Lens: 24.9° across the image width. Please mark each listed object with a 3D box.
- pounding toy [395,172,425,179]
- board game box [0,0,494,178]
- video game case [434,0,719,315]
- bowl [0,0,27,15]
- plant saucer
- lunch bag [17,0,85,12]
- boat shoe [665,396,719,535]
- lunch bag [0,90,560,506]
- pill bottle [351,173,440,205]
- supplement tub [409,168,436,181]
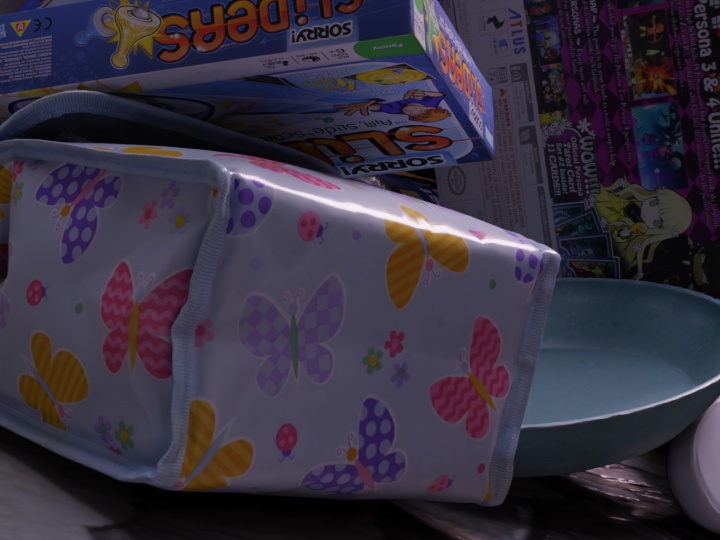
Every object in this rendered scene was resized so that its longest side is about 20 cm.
[{"bbox_3d":[0.018,-0.033,1.116,0.183,0.143,0.200,16,6,18],"label":"pounding toy"},{"bbox_3d":[-0.058,-0.068,0.639,0.199,0.035,0.135,-7,-16,16],"label":"board game box"},{"bbox_3d":[0.116,-0.077,0.817,0.180,0.201,0.036,-6,6,36],"label":"video game case"},{"bbox_3d":[-0.226,-0.111,0.920,0.200,0.091,0.201,15,-6,2],"label":"bowl"},{"bbox_3d":[0.075,0.049,0.729,0.199,0.036,0.200,-7,16,2],"label":"plant saucer"},{"bbox_3d":[-0.061,-0.131,0.824,0.169,0.201,0.124,10,-30,36],"label":"lunch bag"},{"bbox_3d":[0.190,0.087,0.776,0.068,0.072,0.200,-25,-7,39],"label":"boat shoe"},{"bbox_3d":[-0.058,0.009,0.606,0.169,0.128,0.199,11,0,-42],"label":"lunch bag"},{"bbox_3d":[0.000,0.000,0.898,0.111,0.113,0.200,16,6,22],"label":"pill bottle"},{"bbox_3d":[0.066,-0.099,0.939,0.199,0.108,0.107,17,5,-6],"label":"supplement tub"}]
